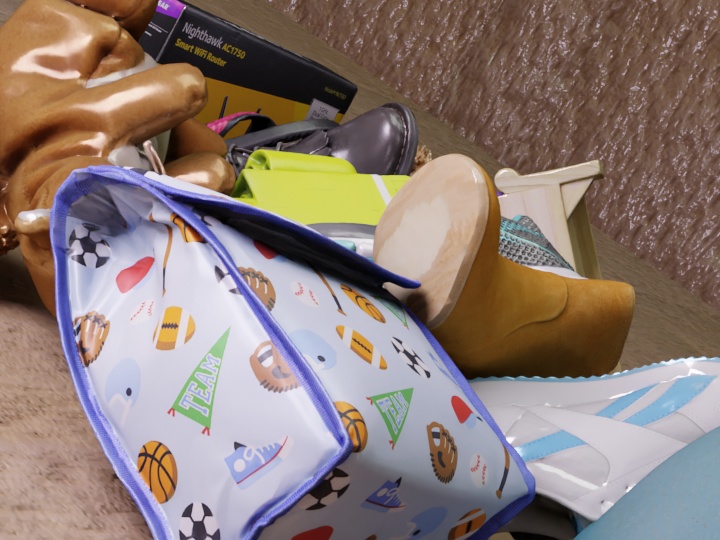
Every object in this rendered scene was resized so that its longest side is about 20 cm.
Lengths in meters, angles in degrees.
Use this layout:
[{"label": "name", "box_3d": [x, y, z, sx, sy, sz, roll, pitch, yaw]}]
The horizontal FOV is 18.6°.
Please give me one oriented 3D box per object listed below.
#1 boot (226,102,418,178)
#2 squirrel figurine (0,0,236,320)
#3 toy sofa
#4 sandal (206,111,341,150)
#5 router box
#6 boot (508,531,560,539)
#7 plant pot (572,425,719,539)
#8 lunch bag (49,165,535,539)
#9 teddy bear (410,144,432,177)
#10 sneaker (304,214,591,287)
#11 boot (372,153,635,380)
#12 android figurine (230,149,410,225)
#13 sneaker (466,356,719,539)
[{"label": "boot", "box_3d": [-0.082, -0.061, 1.332, 0.174, 0.200, 0.069, 31, 32, -45]}, {"label": "squirrel figurine", "box_3d": [-0.164, -0.040, 1.115, 0.200, 0.142, 0.187, -8, 44, 1]}, {"label": "toy sofa", "box_3d": [0.119, 0.035, 1.345, 0.083, 0.098, 0.200, -4, 82, -81]}, {"label": "sandal", "box_3d": [-0.094, -0.074, 1.425, 0.200, 0.075, 0.045, -12, 56, -29]}, {"label": "router box", "box_3d": [-0.106, -0.094, 1.486, 0.051, 0.149, 0.200, 33, 8, 35]}, {"label": "boot", "box_3d": [0.150, 0.181, 1.186, 0.165, 0.066, 0.200, 64, 10, 29]}, {"label": "plant pot", "box_3d": [0.201, 0.144, 0.957, 0.200, 0.188, 0.200, 26, 33, -18]}, {"label": "lunch bag", "box_3d": [-0.038, 0.043, 0.978, 0.170, 0.124, 0.200, 23, 27, -55]}, {"label": "teddy bear", "box_3d": [-0.011, -0.024, 1.480, 0.067, 0.145, 0.200, 48, 13, -4]}, {"label": "sneaker", "box_3d": [0.032, -0.002, 1.182, 0.200, 0.078, 0.091, 10, 36, -33]}, {"label": "boot", "box_3d": [0.077, 0.011, 1.104, 0.144, 0.201, 0.071, -6, 52, -25]}, {"label": "android figurine", "box_3d": [0.000, 0.000, 1.237, 0.200, 0.041, 0.182, 1, 47, -35]}, {"label": "sneaker", "box_3d": [0.133, 0.094, 1.085, 0.077, 0.200, 0.081, 75, 8, -61]}]
